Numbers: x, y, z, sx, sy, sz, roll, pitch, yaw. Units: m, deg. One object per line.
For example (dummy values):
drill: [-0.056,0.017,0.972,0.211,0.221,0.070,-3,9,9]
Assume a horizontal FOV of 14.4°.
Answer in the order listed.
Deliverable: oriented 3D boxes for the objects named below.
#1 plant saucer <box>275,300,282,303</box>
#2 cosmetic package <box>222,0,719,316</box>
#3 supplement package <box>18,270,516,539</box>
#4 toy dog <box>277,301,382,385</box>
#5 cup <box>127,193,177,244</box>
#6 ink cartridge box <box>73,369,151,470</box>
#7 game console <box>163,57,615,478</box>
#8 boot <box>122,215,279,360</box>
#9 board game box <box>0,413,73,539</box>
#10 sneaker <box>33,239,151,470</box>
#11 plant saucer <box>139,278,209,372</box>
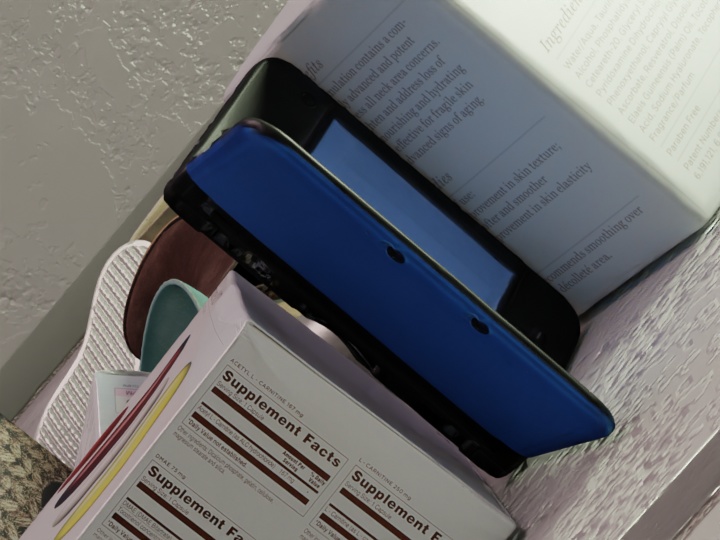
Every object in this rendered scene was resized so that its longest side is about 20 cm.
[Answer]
plant saucer: [0.000,0.000,1.743,0.200,0.050,0.200,-51,29,42]
cosmetic package: [0.079,-0.105,1.355,0.167,0.200,0.166,-39,14,54]
supplement package: [-0.059,0.129,1.252,0.200,0.147,0.191,-52,8,1]
toy dog: [0.024,0.045,1.486,0.200,0.096,0.132,-23,22,41]
cup: [-0.050,-0.048,2.034,0.200,0.143,0.200,-49,6,7]
ink cartridge box: [-0.138,0.183,1.601,0.163,0.057,0.200,107,159,-45]
game console: [0.028,-0.016,1.231,0.118,0.200,0.171,-42,11,40]
boot: [-0.093,0.006,1.730,0.200,0.072,0.166,-48,8,22]
board game box: [-0.248,0.194,1.833,0.097,0.200,0.160,-43,12,44]
sneaker: [-0.152,0.093,1.960,0.073,0.114,0.201,9,66,30]
plant saucer: [-0.084,0.104,1.601,0.200,0.036,0.200,176,90,-71]
